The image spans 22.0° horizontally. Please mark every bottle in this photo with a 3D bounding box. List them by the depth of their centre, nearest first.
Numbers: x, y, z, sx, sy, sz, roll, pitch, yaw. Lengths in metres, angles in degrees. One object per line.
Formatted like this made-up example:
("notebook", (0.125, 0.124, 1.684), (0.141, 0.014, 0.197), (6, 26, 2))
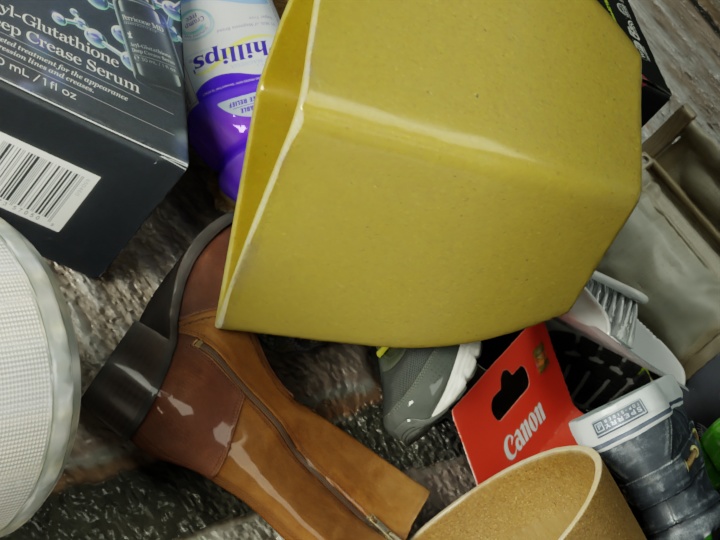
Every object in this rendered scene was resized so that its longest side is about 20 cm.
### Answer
("bottle", (-0.074, -0.105, 1.182), (0.083, 0.065, 0.201), (-14, 62, -14))

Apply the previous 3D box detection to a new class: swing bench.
("swing bench", (0.249, -0.010, 1.453), (0.199, 0.130, 0.200), (51, 27, 12))

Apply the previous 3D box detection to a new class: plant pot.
("plant pot", (0.110, 0.230, 0.988), (0.200, 0.186, 0.186), (52, 31, -7))
("plant pot", (0.046, -0.071, 1.033), (0.199, 0.196, 0.195), (15, 51, -10))

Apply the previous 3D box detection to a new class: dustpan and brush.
("dustpan and brush", (0.128, -0.001, 1.229), (0.200, 0.057, 0.139), (29, -1, 34))

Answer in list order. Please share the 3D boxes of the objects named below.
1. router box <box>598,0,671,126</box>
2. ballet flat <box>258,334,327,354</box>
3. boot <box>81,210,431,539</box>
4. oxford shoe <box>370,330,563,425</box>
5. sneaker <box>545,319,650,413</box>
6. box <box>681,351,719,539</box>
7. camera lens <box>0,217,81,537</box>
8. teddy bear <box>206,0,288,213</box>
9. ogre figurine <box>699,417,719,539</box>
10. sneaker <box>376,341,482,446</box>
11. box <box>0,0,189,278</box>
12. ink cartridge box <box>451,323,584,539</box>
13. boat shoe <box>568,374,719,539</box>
("router box", (0.124, -0.124, 1.367), (0.062, 0.200, 0.150), (19, 39, -33))
("ballet flat", (0.000, 0.000, 1.210), (0.072, 0.072, 0.200), (47, 31, 6))
("boot", (-0.038, 0.072, 1.068), (0.200, 0.069, 0.188), (35, 34, -5))
("oxford shoe", (0.109, 0.086, 1.222), (0.200, 0.084, 0.073), (33, 31, -20))
("sneaker", (0.125, 0.035, 1.311), (0.200, 0.074, 0.081), (33, 30, -20))
("box", (0.284, 0.126, 1.259), (0.104, 0.200, 0.148), (-9, 60, -53))
("camera lens", (-0.233, 0.052, 0.800), (0.200, 0.160, 0.160), (-6, 57, -52))
("teddy bear", (-0.058, -0.110, 1.263), (0.144, 0.067, 0.201), (-15, 62, -15))
("ogre figurine", (0.260, 0.137, 1.151), (0.098, 0.200, 0.120), (7, 50, -56))
("sneaker", (0.021, 0.019, 1.120), (0.084, 0.074, 0.200), (27, 40, -19))
("box", (-0.192, -0.120, 1.099), (0.148, 0.107, 0.200), (24, 36, -28))
("ink cartridge box", (0.133, 0.143, 1.134), (0.163, 0.057, 0.201), (-40, 118, -58))
("boat shoe", (0.168, 0.117, 1.081), (0.091, 0.071, 0.200), (65, 10, 6))
